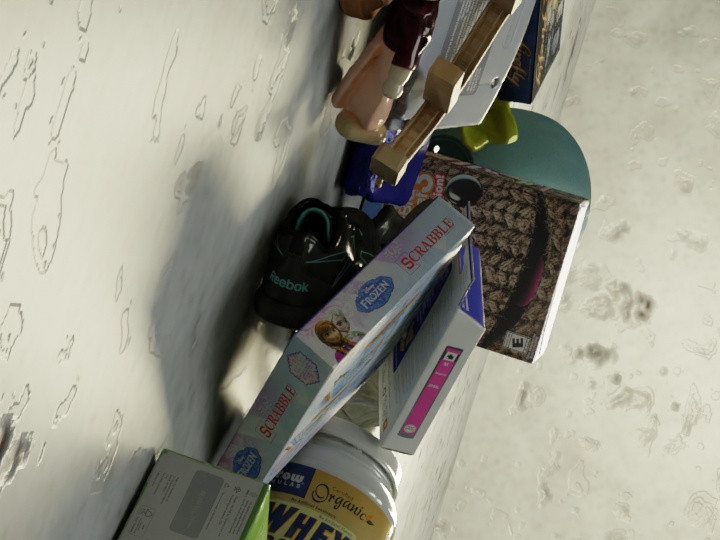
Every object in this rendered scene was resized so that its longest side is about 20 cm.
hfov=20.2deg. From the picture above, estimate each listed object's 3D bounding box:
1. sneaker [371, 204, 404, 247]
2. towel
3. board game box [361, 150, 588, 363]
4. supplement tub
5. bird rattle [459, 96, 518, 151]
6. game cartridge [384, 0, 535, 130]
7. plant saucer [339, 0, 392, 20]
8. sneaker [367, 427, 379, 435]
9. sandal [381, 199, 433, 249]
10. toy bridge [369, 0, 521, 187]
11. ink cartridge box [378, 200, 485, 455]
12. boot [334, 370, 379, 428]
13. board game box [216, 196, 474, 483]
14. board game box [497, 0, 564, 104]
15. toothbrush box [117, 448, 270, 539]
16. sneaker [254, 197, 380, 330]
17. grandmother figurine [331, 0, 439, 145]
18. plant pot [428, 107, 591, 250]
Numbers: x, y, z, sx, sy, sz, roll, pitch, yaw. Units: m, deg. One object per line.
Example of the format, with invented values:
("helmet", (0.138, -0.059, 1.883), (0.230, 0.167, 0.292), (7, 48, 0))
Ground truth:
("sneaker", (0.018, 0.031, 1.830), (0.076, 0.091, 0.200), (-56, 175, -39))
("towel", (0.036, -0.159, 1.798), (0.148, 0.049, 0.201), (3, 104, -74))
("board game box", (0.099, -0.019, 1.929), (0.097, 0.199, 0.160), (-15, 121, -78))
("supplement tub", (-0.054, 0.230, 1.649), (0.145, 0.144, 0.201), (94, 15, -55))
("bird rattle", (0.103, -0.218, 1.935), (0.163, 0.112, 0.201), (-1, 106, -63))
("game cartridge", (0.089, -0.212, 1.664), (0.133, 0.041, 0.201), (-7, 125, -44))
("plant saucer", (0.030, -0.290, 1.554), (0.200, 0.032, 0.201), (18, 90, -81))
("sneaker", (0.008, 0.118, 2.023), (0.111, 0.076, 0.201), (67, 33, -62))
("sandal", (0.000, 0.000, 1.727), (0.082, 0.055, 0.200), (-36, 169, -51))
("toy bridge", (0.066, -0.146, 1.615), (0.200, 0.027, 0.067), (-56, 174, -15))
("ink cartridge box", (0.063, 0.049, 1.629), (0.095, 0.037, 0.201), (-90, -161, -49))
("boot", (-0.007, 0.103, 1.779), (0.200, 0.130, 0.068), (86, -21, -61))
("board game box", (-0.013, 0.061, 1.564), (0.200, 0.041, 0.200), (-44, 170, -41))
("board game box", (0.164, -0.272, 1.858), (0.136, 0.034, 0.201), (-59, 156, -57))
("toothbrush box", (-0.129, 0.247, 1.419), (0.201, 0.086, 0.146), (99, 13, -50))
("sneaker", (-0.023, -0.020, 1.595), (0.200, 0.075, 0.080), (-54, 157, -65))
("grandmother figurine", (0.032, -0.182, 1.549), (0.200, 0.060, 0.122), (118, -21, -47))
("plant pot", (0.116, -0.080, 2.054), (0.134, 0.199, 0.201), (16, 91, -52))
